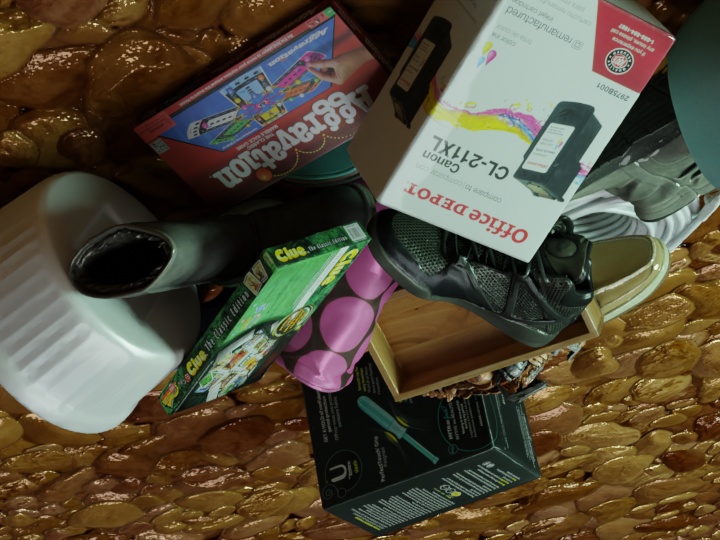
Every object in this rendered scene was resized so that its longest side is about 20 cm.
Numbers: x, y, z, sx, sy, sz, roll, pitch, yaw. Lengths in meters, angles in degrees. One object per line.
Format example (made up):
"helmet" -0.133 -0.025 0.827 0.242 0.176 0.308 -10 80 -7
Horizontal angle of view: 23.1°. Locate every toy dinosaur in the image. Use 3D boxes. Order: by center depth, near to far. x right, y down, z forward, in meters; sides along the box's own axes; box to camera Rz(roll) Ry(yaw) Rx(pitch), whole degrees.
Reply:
"toy dinosaur" 0.121 0.069 1.684 0.199 0.137 0.102 -18 153 12

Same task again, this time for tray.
"tray" 0.098 0.037 1.513 0.199 0.037 0.099 -20 109 25

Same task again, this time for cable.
"cable" 0.199 -0.050 1.562 0.198 0.070 0.200 0 151 -19

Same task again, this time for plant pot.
"plant pot" 0.325 -0.142 1.310 0.160 0.202 0.200 -17 154 30

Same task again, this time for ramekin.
"ramekin" -0.220 0.018 1.403 0.097 0.202 0.200 -35 145 25

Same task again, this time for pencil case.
"pencil case" 0.000 0.000 1.470 0.201 0.090 0.094 -61 176 14

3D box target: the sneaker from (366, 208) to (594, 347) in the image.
"sneaker" 0.105 -0.014 1.383 0.198 0.077 0.114 26 138 -23

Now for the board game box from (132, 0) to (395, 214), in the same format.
"board game box" -0.067 -0.121 1.333 0.199 0.020 0.103 -28 123 29

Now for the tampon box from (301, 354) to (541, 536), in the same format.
"tampon box" 0.062 0.166 1.830 0.199 0.151 0.126 -22 150 21

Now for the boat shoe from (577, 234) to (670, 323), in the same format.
"boat shoe" 0.169 0.012 1.528 0.199 0.072 0.076 -26 133 25

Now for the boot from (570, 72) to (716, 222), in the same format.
"boot" 0.209 -0.070 1.429 0.199 0.068 0.131 -26 141 19

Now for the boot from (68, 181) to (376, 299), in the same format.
"boot" -0.102 -0.024 1.355 0.181 0.073 0.200 -24 166 22

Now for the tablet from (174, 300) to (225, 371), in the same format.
"tablet" -0.151 0.058 1.549 0.130 0.014 0.200 -38 -170 -27

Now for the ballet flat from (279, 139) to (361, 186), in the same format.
"ballet flat" 0.016 -0.105 1.373 0.199 0.069 0.068 -14 164 31

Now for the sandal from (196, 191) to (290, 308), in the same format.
"sandal" -0.133 -0.002 1.538 0.079 0.058 0.201 16 142 -41

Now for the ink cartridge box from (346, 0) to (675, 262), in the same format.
"ink cartridge box" 0.105 -0.123 1.259 0.145 0.083 0.201 20 113 -29

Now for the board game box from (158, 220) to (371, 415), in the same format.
"board game box" -0.077 0.039 1.382 0.104 0.024 0.200 -16 154 -44
